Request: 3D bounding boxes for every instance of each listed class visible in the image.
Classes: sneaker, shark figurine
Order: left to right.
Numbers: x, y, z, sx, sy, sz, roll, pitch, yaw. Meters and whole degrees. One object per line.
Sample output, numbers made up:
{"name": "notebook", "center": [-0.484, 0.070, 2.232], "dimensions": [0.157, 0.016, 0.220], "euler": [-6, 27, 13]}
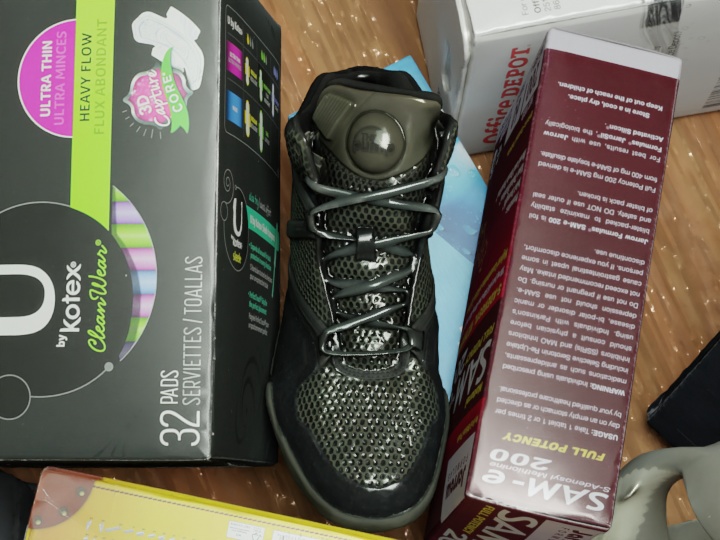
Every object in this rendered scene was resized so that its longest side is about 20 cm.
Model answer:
{"name": "sneaker", "center": [0.000, 0.000, 0.751], "dimensions": [0.076, 0.114, 0.200], "euler": [2, 60, 1]}
{"name": "shark figurine", "center": [0.135, 0.117, 0.795], "dimensions": [0.089, 0.215, 0.128], "euler": [-21, 46, -28]}

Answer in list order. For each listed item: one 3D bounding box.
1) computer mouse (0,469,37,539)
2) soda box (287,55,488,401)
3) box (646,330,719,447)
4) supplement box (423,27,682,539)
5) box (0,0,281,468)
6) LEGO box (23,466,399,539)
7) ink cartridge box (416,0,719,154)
{"name": "computer mouse", "center": [-0.195, 0.141, 0.822], "dimensions": [0.138, 0.053, 0.200], "euler": [-2, 74, -3]}
{"name": "soda box", "center": [0.041, 0.006, 0.862], "dimensions": [0.068, 0.064, 0.200], "euler": [-27, 77, -9]}
{"name": "box", "center": [0.251, 0.063, 0.774], "dimensions": [0.200, 0.197, 0.124], "euler": [44, 68, 10]}
{"name": "supplement box", "center": [0.078, 0.015, 0.769], "dimensions": [0.061, 0.109, 0.200], "euler": [12, 70, -3]}
{"name": "box", "center": [-0.114, -0.019, 0.772], "dimensions": [0.148, 0.124, 0.201], "euler": [-1, 83, 9]}
{"name": "LEGO box", "center": [-0.036, 0.146, 0.774], "dimensions": [0.200, 0.149, 0.077], "euler": [12, 77, 2]}
{"name": "ink cartridge box", "center": [0.132, -0.129, 0.861], "dimensions": [0.200, 0.145, 0.084], "euler": [-11, 73, -5]}
